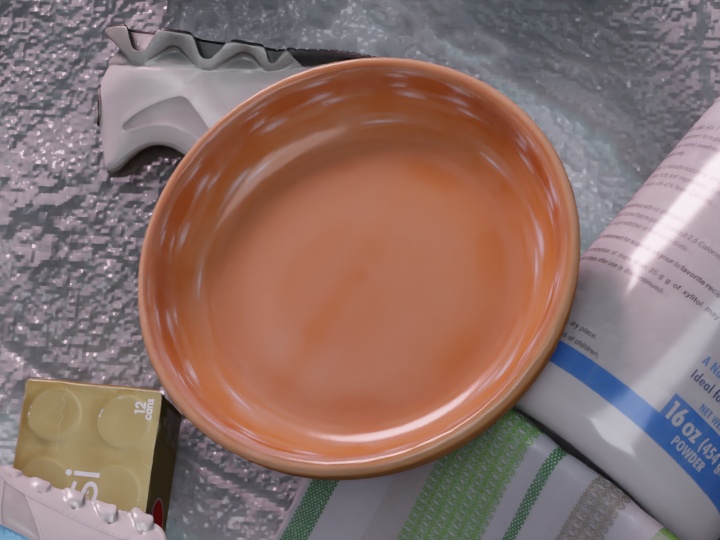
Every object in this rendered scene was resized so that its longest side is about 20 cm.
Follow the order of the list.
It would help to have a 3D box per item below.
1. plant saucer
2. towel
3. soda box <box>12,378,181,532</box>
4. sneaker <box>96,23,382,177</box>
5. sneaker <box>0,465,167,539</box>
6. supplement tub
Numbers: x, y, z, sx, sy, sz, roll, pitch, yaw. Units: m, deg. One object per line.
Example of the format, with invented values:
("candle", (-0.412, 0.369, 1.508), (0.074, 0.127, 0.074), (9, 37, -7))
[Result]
("plant saucer", (0.000, 0.000, 0.779), (0.200, 0.037, 0.200), (-6, 65, 13))
("towel", (0.050, 0.136, 0.769), (0.200, 0.031, 0.149), (36, 115, 29))
("soda box", (-0.133, 0.155, 0.818), (0.068, 0.064, 0.200), (5, 76, 5))
("sneaker", (-0.034, -0.066, 0.871), (0.200, 0.074, 0.089), (6, 85, 10))
("sneaker", (-0.130, 0.127, 0.760), (0.081, 0.077, 0.200), (-42, 84, -16))
("supplement tub", (0.164, 0.019, 0.805), (0.132, 0.132, 0.200), (40, 82, 11))
